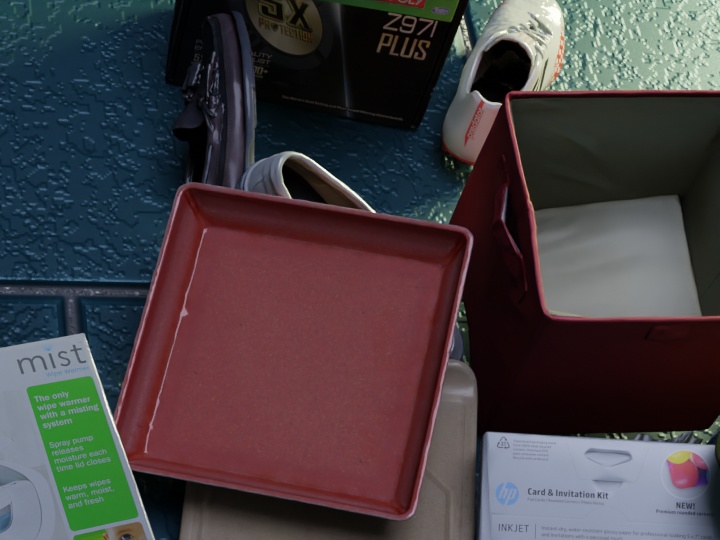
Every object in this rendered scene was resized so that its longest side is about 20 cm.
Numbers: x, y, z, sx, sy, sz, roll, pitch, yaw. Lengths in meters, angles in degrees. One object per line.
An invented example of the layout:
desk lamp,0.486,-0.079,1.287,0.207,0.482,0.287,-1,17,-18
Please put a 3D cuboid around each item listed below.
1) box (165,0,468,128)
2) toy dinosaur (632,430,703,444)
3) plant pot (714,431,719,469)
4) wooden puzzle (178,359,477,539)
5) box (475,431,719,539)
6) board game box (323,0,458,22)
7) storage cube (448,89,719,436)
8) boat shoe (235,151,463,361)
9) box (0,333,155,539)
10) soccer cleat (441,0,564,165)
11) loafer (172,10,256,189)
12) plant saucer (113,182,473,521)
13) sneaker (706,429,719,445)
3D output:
box,-0.030,-0.203,1.519,0.199,0.164,0.086,11,50,-10
toy dinosaur,0.182,0.181,1.338,0.199,0.102,0.137,14,64,-34
plant pot,0.306,0.164,1.249,0.200,0.200,0.194,-38,110,-36
wooden puzzle,-0.019,0.147,1.315,0.184,0.037,0.201,1,56,3
box,0.146,0.204,1.272,0.155,0.041,0.201,3,76,-1
board game box,-0.001,-0.263,1.450,0.134,0.029,0.201,7,51,-11
storage cube,0.171,-0.001,1.394,0.199,0.180,0.172,-1,61,-14
boat shoe,0.000,0.000,1.397,0.200,0.065,0.074,41,63,-14
box,-0.238,0.148,1.228,0.199,0.097,0.177,-9,59,-22
soccer cleat,0.116,-0.160,1.581,0.068,0.085,0.200,26,50,4
loafer,-0.104,-0.086,1.441,0.063,0.072,0.201,-1,74,-12
plant saucer,-0.042,0.053,1.320,0.199,0.037,0.201,10,67,9
sneaker,0.316,0.070,1.445,0.080,0.115,0.200,32,51,8
